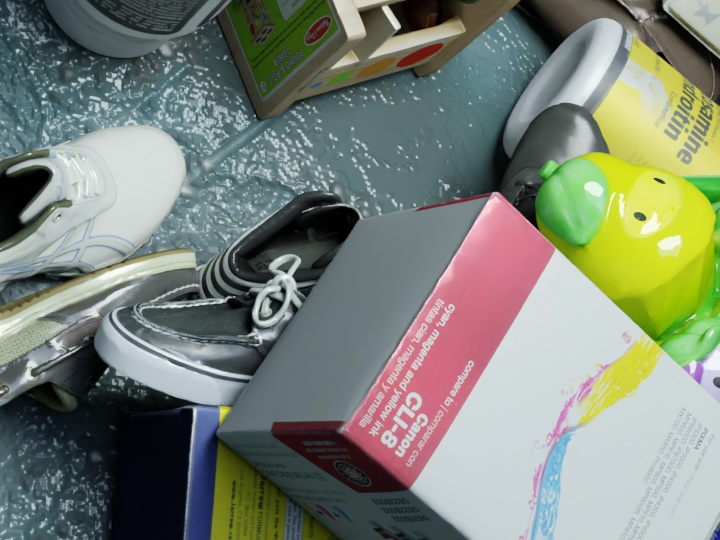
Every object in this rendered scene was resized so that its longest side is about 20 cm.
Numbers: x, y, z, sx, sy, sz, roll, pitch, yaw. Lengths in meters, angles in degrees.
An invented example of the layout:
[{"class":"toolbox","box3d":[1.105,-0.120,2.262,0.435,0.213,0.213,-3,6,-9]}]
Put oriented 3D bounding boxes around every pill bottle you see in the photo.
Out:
[{"class":"pill bottle","box3d":[-0.107,-0.199,1.086,0.115,0.200,0.117,9,70,-25]},{"class":"pill bottle","box3d":[0.199,-0.063,1.262,0.199,0.112,0.112,37,58,-13]}]

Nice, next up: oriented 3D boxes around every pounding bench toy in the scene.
[{"class":"pounding bench toy","box3d":[0.020,-0.200,1.160,0.155,0.200,0.125,-18,81,-32]}]

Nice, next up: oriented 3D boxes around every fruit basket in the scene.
[{"class":"fruit basket","box3d":[0.193,0.009,1.113,0.215,0.154,0.218,-3,93,-56]}]

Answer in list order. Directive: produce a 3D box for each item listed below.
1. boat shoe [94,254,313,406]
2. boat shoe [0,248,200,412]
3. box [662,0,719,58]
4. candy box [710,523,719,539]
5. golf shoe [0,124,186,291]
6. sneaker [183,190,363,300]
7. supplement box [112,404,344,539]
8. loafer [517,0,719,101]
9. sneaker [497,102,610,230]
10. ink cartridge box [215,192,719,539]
[{"class":"boat shoe","box3d":[-0.041,0.033,1.030,0.198,0.069,0.074,11,24,-19]},{"class":"boat shoe","box3d":[-0.171,0.046,1.045,0.200,0.072,0.066,-23,89,-28]},{"class":"box","box3d":[0.289,-0.242,1.329,0.109,0.128,0.201,36,39,-23]},{"class":"candy box","box3d":[0.188,0.176,1.190,0.200,0.077,0.169,45,58,-9]},{"class":"golf shoe","box3d":[-0.166,-0.035,1.058,0.199,0.097,0.079,-30,86,-35]},{"class":"sneaker","box3d":[0.000,0.000,1.124,0.199,0.115,0.076,-9,75,-32]},{"class":"supplement box","box3d":[-0.024,0.136,1.055,0.198,0.109,0.111,8,81,-27]},{"class":"loafer","box3d":[0.171,-0.162,1.305,0.199,0.073,0.071,27,60,-18]},{"class":"sneaker","box3d":[0.100,-0.006,1.158,0.075,0.091,0.202,15,85,16]},{"class":"ink cartridge box","box3d":[0.064,0.084,0.961,0.200,0.145,0.145,41,68,-19]}]
